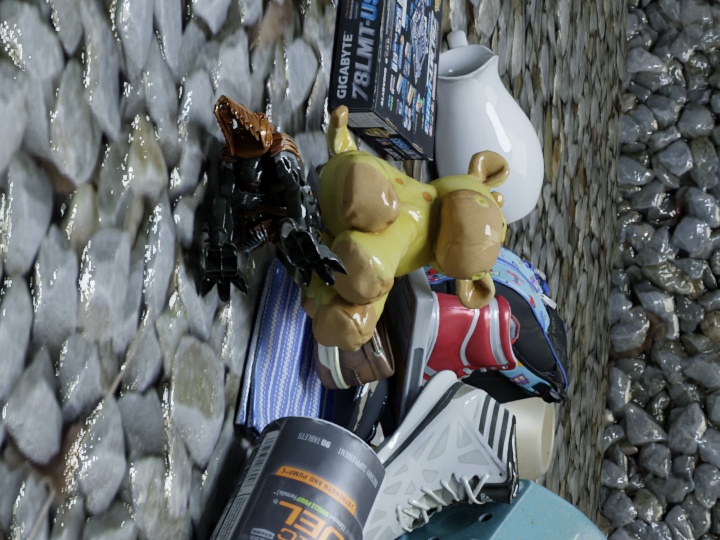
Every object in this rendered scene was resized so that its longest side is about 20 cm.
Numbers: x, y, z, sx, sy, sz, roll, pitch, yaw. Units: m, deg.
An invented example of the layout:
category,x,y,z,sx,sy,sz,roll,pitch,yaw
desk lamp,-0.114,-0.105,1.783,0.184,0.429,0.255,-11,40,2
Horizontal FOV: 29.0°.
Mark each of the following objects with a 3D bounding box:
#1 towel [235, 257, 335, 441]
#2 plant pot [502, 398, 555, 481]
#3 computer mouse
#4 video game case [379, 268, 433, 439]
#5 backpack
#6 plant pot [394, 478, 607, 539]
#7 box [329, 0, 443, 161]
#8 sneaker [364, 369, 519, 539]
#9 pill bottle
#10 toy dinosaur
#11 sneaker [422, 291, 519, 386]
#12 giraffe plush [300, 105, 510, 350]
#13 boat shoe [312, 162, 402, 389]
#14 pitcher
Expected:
category,x,y,z,sx,sy,sz,roll,pitch,yaw
towel,-0.051,0.093,1.178,0.200,0.024,0.145,55,40,-62
plant pot,0.161,0.192,1.678,0.200,0.134,0.201,3,90,-73
computer mouse,0.010,0.136,1.269,0.140,0.046,0.201,55,39,-65
video game case,0.035,0.065,1.288,0.143,0.017,0.200,-106,-162,-53
backpack,0.113,0.047,1.454,0.135,0.182,0.200,-82,152,-42
plant pot,0.119,0.300,1.271,0.196,0.195,0.200,-43,116,-42
box,0.031,-0.223,1.338,0.198,0.050,0.201,27,67,-72
sneaker,0.067,0.189,1.201,0.201,0.115,0.076,-55,152,-17
pill bottle,-0.061,0.215,1.020,0.106,0.106,0.200,74,31,-46
toy dinosaur,-0.076,-0.056,1.011,0.200,0.102,0.136,37,40,-48
sneaker,0.090,0.085,1.353,0.200,0.112,0.071,107,-19,-58
giraffe plush,0.046,-0.030,1.125,0.200,0.162,0.173,-100,-159,-54
boat shoe,0.002,0.001,1.208,0.075,0.075,0.203,35,51,-70
pitcher,0.138,-0.167,1.600,0.172,0.121,0.200,-86,159,-61
